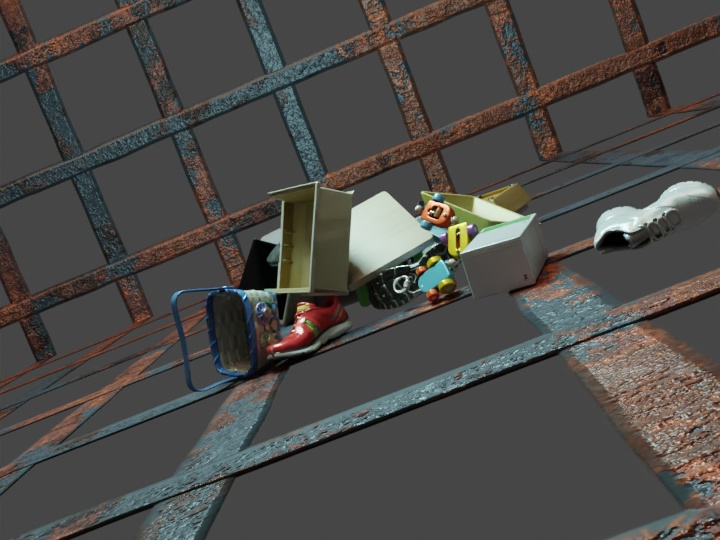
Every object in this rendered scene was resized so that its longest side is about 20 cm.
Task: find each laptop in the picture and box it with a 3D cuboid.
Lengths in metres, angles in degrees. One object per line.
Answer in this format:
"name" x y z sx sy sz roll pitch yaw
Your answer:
"laptop" -0.176 0.008 1.935 0.200 0.115 0.188 -32 -32 -59

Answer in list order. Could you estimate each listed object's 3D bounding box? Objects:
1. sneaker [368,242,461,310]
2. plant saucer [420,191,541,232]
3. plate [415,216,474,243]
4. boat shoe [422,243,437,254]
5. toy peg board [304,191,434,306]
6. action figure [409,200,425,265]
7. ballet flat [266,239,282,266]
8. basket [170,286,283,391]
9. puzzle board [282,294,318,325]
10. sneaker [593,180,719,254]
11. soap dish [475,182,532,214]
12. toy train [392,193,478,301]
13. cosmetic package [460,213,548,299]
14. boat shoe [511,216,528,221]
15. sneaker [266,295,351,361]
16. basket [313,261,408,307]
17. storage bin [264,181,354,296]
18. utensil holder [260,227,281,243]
"sneaker" 0.109 0.020 1.582 0.199 0.079 0.089 -27 -17 9
"plant saucer" 0.252 -0.113 1.767 0.199 0.049 0.199 -1 22 -47
"plate" 0.203 -0.064 1.698 0.198 0.026 0.200 16 16 -5
"boat shoe" 0.173 -0.034 1.779 0.072 0.060 0.200 -31 2 19
"toy peg board" 0.024 -0.034 1.676 0.199 0.098 0.199 -29 42 -12
"action figure" 0.165 -0.075 1.978 0.119 0.102 0.201 -53 -23 -21
"ballet flat" -0.108 -0.071 1.740 0.198 0.069 0.068 -19 24 -14
"basket" -0.239 0.110 1.490 0.199 0.178 0.139 -13 3 -39
"puzzle board" -0.114 0.018 1.893 0.017 0.201 0.150 32 37 25
"sneaker" 0.437 -0.066 1.227 0.199 0.075 0.087 -25 15 41
"soap dish" 0.331 -0.152 2.129 0.156 0.082 0.200 -17 10 38
"toy train" 0.143 -0.035 1.506 0.149 0.201 0.055 14 -12 44
"cosmetic package" 0.246 -0.026 1.389 0.107 0.086 0.200 -16 7 21
"boat shoe" 0.300 -0.062 1.598 0.063 0.071 0.200 -19 -1 19
"sneaker" -0.103 0.102 1.494 0.077 0.086 0.199 -17 8 44
"basket" 0.000 0.000 1.786 0.198 0.137 0.180 -15 -20 8
"storage bin" -0.107 -0.054 1.599 0.093 0.202 0.198 6 -6 -37
"utensil holder" -0.287 -0.099 3.370 0.199 0.171 0.170 -22 6 28
